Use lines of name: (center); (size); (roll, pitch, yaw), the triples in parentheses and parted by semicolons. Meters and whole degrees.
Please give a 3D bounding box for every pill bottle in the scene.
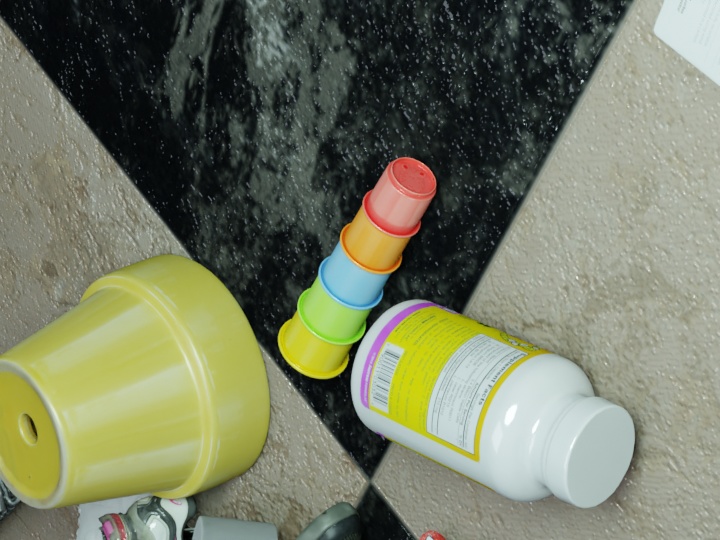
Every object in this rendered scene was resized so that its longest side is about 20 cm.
pill bottle: (0.093, 0.096, 1.512); (0.199, 0.104, 0.105); (23, 123, 42)

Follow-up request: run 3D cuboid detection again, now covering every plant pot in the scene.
plant pot: (-0.207, 0.107, 1.805); (0.200, 0.188, 0.203); (22, 121, 42)

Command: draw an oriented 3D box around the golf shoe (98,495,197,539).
golf shoe: (-0.169, 0.270, 1.918); (0.201, 0.091, 0.073); (83, 161, -52)

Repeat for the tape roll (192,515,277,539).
tape roll: (-0.114, 0.306, 1.788); (0.200, 0.065, 0.202); (-172, 90, -83)

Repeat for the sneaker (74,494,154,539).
sneaker: (-0.236, 0.215, 1.984); (0.116, 0.073, 0.200); (54, 129, 21)

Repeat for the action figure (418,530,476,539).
action figure: (0.092, 0.271, 1.597); (0.200, 0.098, 0.066); (46, 139, 30)

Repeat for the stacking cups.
stacking cups: (0.000, 0.000, 1.617); (0.061, 0.060, 0.201); (52, 138, 20)

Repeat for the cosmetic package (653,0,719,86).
cosmetic package: (0.273, -0.116, 1.212); (0.200, 0.101, 0.072); (44, 135, 30)

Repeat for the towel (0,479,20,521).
towel: (-0.423, 0.187, 2.181); (0.165, 0.085, 0.201); (-37, 75, 48)

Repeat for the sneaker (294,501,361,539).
sneaker: (-0.014, 0.276, 1.742); (0.114, 0.076, 0.200); (43, 137, 27)
